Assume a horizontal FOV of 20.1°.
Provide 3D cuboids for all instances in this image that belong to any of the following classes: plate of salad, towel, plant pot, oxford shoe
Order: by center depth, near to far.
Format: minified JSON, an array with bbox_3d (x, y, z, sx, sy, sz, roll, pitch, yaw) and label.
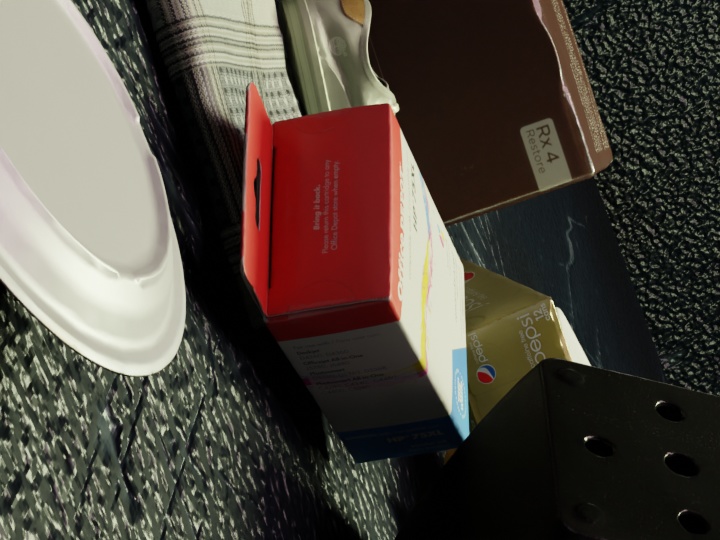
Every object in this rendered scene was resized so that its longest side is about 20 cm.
[{"bbox_3d":[-0.124,-0.050,0.708,0.201,0.048,0.201,55,16,-24],"label":"plate of salad"},{"bbox_3d":[0.131,0.164,1.013,0.200,0.198,0.179,-89,-164,-56],"label":"plant pot"},{"bbox_3d":[-0.051,-0.066,1.092,0.200,0.034,0.194,-10,82,-78],"label":"towel"},{"bbox_3d":[-0.003,-0.079,1.219,0.075,0.057,0.202,-116,-168,-55],"label":"oxford shoe"}]

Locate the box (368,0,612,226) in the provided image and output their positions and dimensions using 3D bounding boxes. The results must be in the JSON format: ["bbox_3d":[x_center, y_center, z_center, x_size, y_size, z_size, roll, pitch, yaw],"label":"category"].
[{"bbox_3d":[0.068,-0.122,1.400,0.200,0.163,0.168,-22,94,-78],"label":"box"}]

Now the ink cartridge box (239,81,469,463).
[{"bbox_3d":[0.000,0.000,1.030,0.200,0.067,0.117,61,24,-55],"label":"ink cartridge box"}]

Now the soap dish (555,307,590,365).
[{"bbox_3d":[0.159,0.142,1.620,0.201,0.080,0.158,59,17,-47],"label":"soap dish"}]

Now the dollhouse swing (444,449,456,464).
[{"bbox_3d":[0.135,0.199,1.311,0.199,0.177,0.182,20,18,-39],"label":"dollhouse swing"}]

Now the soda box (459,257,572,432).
[{"bbox_3d":[0.065,0.043,1.218,0.200,0.067,0.065,-152,-139,-76],"label":"soda box"}]
